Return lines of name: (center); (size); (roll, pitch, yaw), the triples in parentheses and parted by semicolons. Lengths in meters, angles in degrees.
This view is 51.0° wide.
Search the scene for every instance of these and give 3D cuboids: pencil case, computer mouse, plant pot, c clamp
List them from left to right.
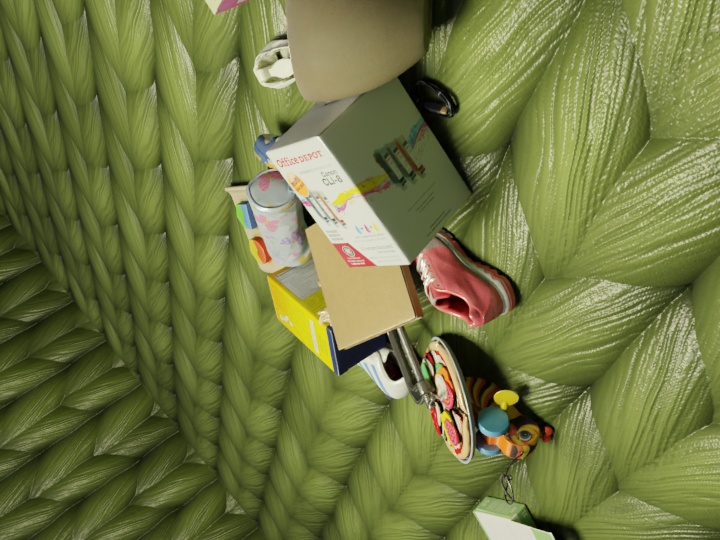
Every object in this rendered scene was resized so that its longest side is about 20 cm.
pencil case: (-0.129, -0.084, 1.271); (0.090, 0.084, 0.200); (10, 153, 13)
plant pot: (0.009, -0.288, 0.831); (0.134, 0.201, 0.201); (3, 131, 10)
computer mouse: (0.041, -0.222, 0.974); (0.199, 0.034, 0.059); (21, 135, 44)
c clamp: (0.079, 0.136, 1.220); (0.171, 0.027, 0.201); (92, 158, -66)

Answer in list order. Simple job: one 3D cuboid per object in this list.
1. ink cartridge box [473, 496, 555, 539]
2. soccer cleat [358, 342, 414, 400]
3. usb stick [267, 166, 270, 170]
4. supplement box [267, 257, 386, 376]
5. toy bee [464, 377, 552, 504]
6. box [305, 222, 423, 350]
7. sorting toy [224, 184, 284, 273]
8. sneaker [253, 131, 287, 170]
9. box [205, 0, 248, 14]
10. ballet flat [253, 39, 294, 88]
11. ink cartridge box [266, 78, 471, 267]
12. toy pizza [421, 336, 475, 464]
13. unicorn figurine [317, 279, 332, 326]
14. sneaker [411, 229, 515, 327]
ink cartridge box: (0.296, 0.470, 1.285); (0.200, 0.048, 0.146); (-13, 109, 58)
soccer cleat: (0.020, 0.143, 1.351); (0.200, 0.070, 0.087); (40, 139, 15)
usb stick: (-0.085, -0.146, 1.237); (0.200, 0.033, 0.056); (27, 134, 40)
supplement box: (-0.059, 0.070, 1.321); (0.200, 0.109, 0.110); (37, 147, 41)
toy bee: (0.223, 0.242, 1.130); (0.131, 0.108, 0.201); (105, 150, -63)
box: (0.000, 0.000, 1.124); (0.163, 0.021, 0.201); (-27, 75, 39)
sorting toy: (-0.181, -0.072, 1.448); (0.185, 0.036, 0.201); (5, 124, 54)
sneaker: (-0.087, -0.196, 1.167); (0.199, 0.075, 0.089); (22, 126, 34)
box: (-0.183, -0.476, 0.982); (0.201, 0.097, 0.176); (57, 151, -4)
ballet flat: (-0.115, -0.298, 1.094); (0.200, 0.069, 0.070); (4, 123, 55)
ink cartridge box: (0.010, -0.126, 0.969); (0.200, 0.145, 0.145); (54, 153, -20)
toy pizza: (0.132, 0.204, 1.182); (0.200, 0.032, 0.201); (168, 90, -81)
unicorn figurine: (0.004, 0.000, 1.186); (0.137, 0.074, 0.201); (19, 102, 43)
sneaker: (0.115, 0.008, 1.043); (0.200, 0.087, 0.074); (35, 144, 32)
